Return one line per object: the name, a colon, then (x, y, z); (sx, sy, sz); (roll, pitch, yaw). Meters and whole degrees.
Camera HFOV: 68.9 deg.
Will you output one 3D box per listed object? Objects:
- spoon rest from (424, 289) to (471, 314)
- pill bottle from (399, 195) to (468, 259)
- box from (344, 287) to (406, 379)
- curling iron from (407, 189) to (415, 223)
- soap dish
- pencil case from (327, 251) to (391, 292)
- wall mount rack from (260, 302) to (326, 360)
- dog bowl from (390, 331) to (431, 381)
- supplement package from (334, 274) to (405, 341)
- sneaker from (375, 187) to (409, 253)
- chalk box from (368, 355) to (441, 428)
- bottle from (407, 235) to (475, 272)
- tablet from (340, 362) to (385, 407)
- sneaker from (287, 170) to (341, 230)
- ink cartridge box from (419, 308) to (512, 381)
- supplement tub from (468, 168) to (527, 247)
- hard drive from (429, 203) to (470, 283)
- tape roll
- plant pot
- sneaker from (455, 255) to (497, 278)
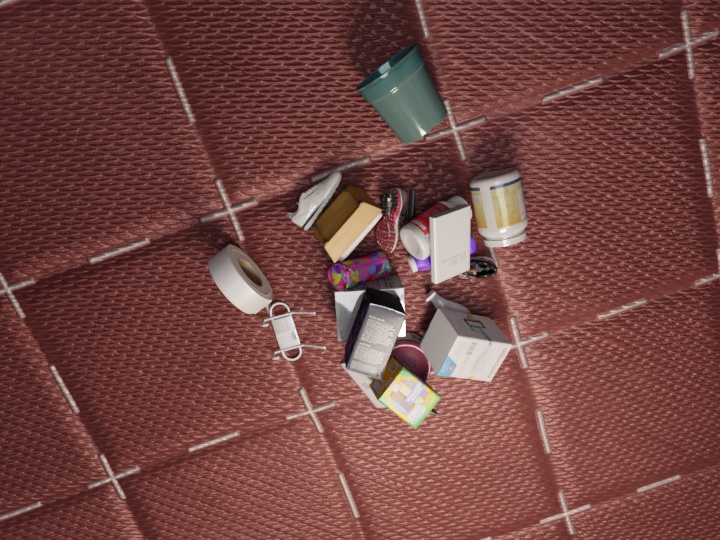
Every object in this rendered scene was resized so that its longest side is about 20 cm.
spoon rest: (0.271, 0.125, 1.640); (0.099, 0.061, 0.200); (-43, 116, 9)
pill bottle: (0.221, -0.128, 1.514); (0.200, 0.112, 0.112); (-36, 105, -16)
box: (0.037, 0.167, 1.429); (0.104, 0.148, 0.200); (18, 103, -7)
curling iron: (0.162, -0.142, 1.573); (0.049, 0.026, 0.201); (-8, 105, -8)
soap dish: (-0.045, -0.139, 1.494); (0.200, 0.157, 0.081); (-48, 127, 9)
pencil case: (0.000, 0.000, 1.519); (0.200, 0.088, 0.089); (-18, 111, -44)
wall mount rack: (-0.205, 0.193, 1.616); (0.173, 0.075, 0.200); (-15, 106, 1)
dog bowl: (0.136, 0.297, 1.662); (0.200, 0.074, 0.201); (-1, 104, -3)
supplement package: (0.026, 0.108, 1.566); (0.199, 0.151, 0.152); (-4, 104, -2)
sneaker: (0.103, -0.144, 1.547); (0.075, 0.081, 0.200); (-14, 125, -44)
chalk box: (0.146, 0.375, 1.571); (0.200, 0.124, 0.124); (41, 88, -13)
bottle: (0.239, -0.054, 1.563); (0.200, 0.084, 0.065); (-22, 131, -2)
tablet: (0.033, 0.359, 1.663); (0.130, 0.014, 0.200); (-23, 109, 47)
sneaker: (-0.130, -0.213, 1.518); (0.080, 0.076, 0.200); (37, 99, -2)
ink cartridge box: (0.314, 0.224, 1.577); (0.200, 0.146, 0.147); (12, 115, -25)
supplement tub: (0.400, -0.180, 1.514); (0.144, 0.144, 0.200); (-14, 105, 1)
hard drive: (0.252, -0.074, 1.470); (0.132, 0.027, 0.200); (-21, 122, -26)
tape roll: (-0.339, 0.025, 1.501); (0.071, 0.202, 0.203); (-37, 103, 6)
plant pot: (0.121, -0.463, 1.410); (0.200, 0.200, 0.196); (-35, 111, 6)
sneaker: (0.318, -0.010, 1.584); (0.199, 0.086, 0.081); (-6, 103, -1)
